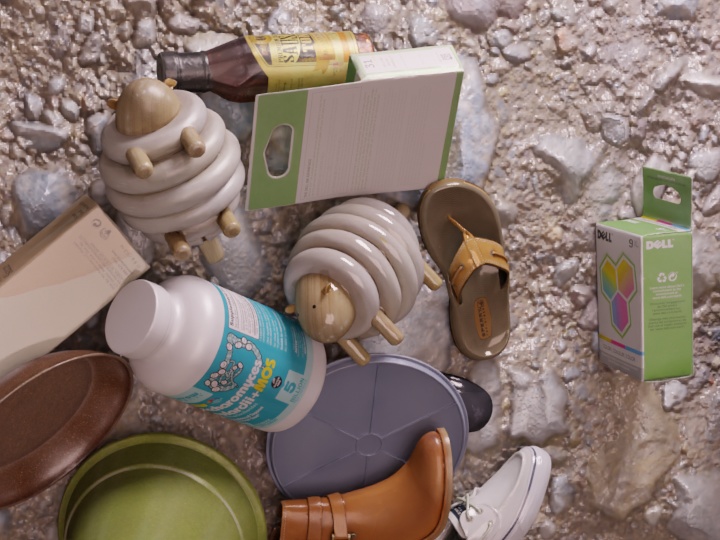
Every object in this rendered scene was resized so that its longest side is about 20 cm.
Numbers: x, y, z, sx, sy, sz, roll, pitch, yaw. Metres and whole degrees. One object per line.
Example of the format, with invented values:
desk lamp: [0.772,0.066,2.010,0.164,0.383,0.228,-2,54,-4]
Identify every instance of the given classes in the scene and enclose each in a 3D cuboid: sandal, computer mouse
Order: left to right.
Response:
computer mouse: [0.040,0.129,1.748,0.200,0.034,0.059,6,98,-17]
sandal: [0.112,0.003,1.726,0.080,0.054,0.200,-18,113,-11]

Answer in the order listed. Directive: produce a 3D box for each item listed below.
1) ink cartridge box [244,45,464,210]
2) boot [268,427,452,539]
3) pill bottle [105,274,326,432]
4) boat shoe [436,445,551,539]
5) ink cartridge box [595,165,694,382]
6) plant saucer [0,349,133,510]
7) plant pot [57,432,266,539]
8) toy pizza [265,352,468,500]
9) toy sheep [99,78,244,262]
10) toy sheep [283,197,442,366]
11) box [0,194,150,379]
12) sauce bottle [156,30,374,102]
ink cartridge box: [-0.011,-0.132,1.644,0.200,0.048,0.146,-7,136,-16]
boot: [-0.002,0.228,1.710,0.155,0.077,0.200,11,125,-13]
pill bottle: [-0.134,0.072,1.613,0.200,0.111,0.111,25,91,-41]
boat shoe: [0.117,0.257,1.770,0.067,0.074,0.200,30,90,-21]
ink cartridge box: [0.282,0.002,1.763,0.059,0.104,0.200,-5,101,-17]
plant saucer: [-0.296,0.137,1.593,0.200,0.200,0.037,-42,66,-7]
plant pot: [-0.192,0.271,1.588,0.200,0.190,0.200,1,105,2]
toy pizza: [0.006,0.162,1.727,0.200,0.032,0.200,-5,120,-9]
toy sheep: [-0.165,-0.084,1.581,0.138,0.138,0.200,-24,124,-12]
toy sheep: [0.000,0.000,1.662,0.138,0.138,0.200,57,38,-17]
box: [-0.295,0.027,1.598,0.200,0.095,0.078,-41,107,-8]
sauce bottle: [-0.087,-0.186,1.640,0.200,0.066,0.066,-6,101,-18]
